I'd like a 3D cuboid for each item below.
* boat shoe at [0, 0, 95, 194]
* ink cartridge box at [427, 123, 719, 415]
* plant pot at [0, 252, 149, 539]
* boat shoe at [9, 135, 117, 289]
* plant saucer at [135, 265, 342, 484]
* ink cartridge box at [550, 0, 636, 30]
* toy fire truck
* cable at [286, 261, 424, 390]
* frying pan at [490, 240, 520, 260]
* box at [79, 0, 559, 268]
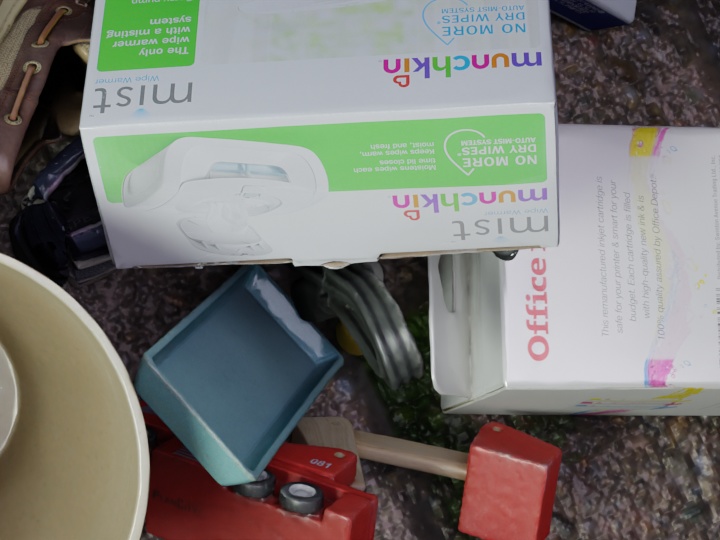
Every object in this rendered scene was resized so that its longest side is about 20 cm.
[{"bbox_3d":[-0.145,-0.088,1.002,0.072,0.200,0.073,19,118,9],"label":"boat shoe"},{"bbox_3d":[0.123,0.003,1.067,0.199,0.125,0.129,1,80,-11],"label":"ink cartridge box"},{"bbox_3d":[-0.191,0.070,0.936,0.186,0.200,0.189,-1,96,-9],"label":"plant pot"},{"bbox_3d":[-0.078,-0.061,1.049,0.200,0.093,0.075,-37,90,-16],"label":"boat shoe"},{"bbox_3d":[-0.054,0.046,0.989,0.019,0.200,0.070,-42,92,15],"label":"plant saucer"},{"bbox_3d":[0.081,-0.247,1.094,0.199,0.040,0.201,18,75,-43],"label":"ink cartridge box"},{"bbox_3d":[-0.018,0.100,1.033,0.199,0.141,0.049,16,113,23],"label":"toy fire truck"},{"bbox_3d":[0.000,0.000,0.998,0.050,0.200,0.098,-17,97,-13],"label":"cable"},{"bbox_3d":[0.023,-0.055,1.020,0.031,0.115,0.191,37,36,-30],"label":"frying pan"},{"bbox_3d":[-0.014,-0.097,0.954,0.199,0.097,0.177,-2,49,5],"label":"box"}]
